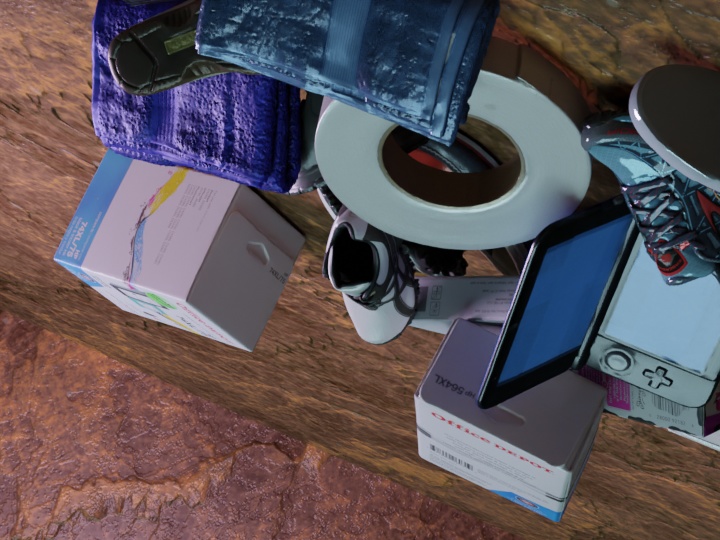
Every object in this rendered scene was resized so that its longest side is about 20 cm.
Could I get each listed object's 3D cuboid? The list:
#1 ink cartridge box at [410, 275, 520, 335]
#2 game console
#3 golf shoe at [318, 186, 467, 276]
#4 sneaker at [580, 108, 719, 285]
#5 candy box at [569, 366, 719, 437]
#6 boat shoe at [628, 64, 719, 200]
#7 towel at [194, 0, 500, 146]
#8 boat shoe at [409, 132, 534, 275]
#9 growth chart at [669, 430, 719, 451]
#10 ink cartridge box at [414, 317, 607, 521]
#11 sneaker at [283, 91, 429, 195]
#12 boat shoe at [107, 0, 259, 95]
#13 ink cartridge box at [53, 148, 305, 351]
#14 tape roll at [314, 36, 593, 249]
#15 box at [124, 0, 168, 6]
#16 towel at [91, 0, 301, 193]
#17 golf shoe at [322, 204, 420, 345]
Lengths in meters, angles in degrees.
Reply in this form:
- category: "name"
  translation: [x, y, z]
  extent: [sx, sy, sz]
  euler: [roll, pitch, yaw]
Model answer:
- category: "ink cartridge box"
  translation: [0.148, 0.039, 1.569]
  extent: [0.173, 0.044, 0.200]
  euler: [16, 169, -40]
- category: "game console"
  translation: [0.203, 0.040, 1.368]
  extent: [0.170, 0.118, 0.200]
  euler: [23, 134, 8]
- category: "golf shoe"
  translation: [0.012, -0.049, 1.616]
  extent: [0.094, 0.078, 0.200]
  euler: [10, 159, 48]
- category: "sneaker"
  translation: [0.229, -0.039, 1.246]
  extent: [0.200, 0.096, 0.079]
  euler: [31, 164, -21]
- category: "candy box"
  translation: [0.260, 0.081, 1.581]
  extent: [0.136, 0.061, 0.200]
  euler: [-17, -161, -41]
- category: "boat shoe"
  translation: [0.250, -0.062, 1.167]
  extent: [0.200, 0.071, 0.091]
  euler: [26, 163, -9]
- category: "towel"
  translation: [-0.012, -0.167, 1.191]
  extent: [0.200, 0.112, 0.049]
  euler: [23, -153, 16]
- category: "boat shoe"
  translation: [0.087, -0.061, 1.496]
  extent: [0.200, 0.063, 0.071]
  euler: [37, 165, -34]
- category: "growth chart"
  translation: [0.380, 0.166, 1.923]
  extent: [0.144, 0.018, 0.200]
  euler: [21, 166, 15]
- category: "ink cartridge box"
  translation: [0.129, 0.133, 1.562]
  extent: [0.146, 0.084, 0.200]
  euler: [26, 163, 11]
- category: "sneaker"
  translation: [-0.016, -0.120, 1.419]
  extent: [0.200, 0.076, 0.091]
  euler: [-19, 101, 51]
- category: "boat shoe"
  translation: [-0.089, -0.181, 1.325]
  extent: [0.200, 0.072, 0.076]
  euler: [-6, -164, 27]
- category: "ink cartridge box"
  translation: [-0.196, -0.024, 1.971]
  extent: [0.200, 0.146, 0.147]
  euler: [16, 164, 35]
- category: "tape roll"
  translation: [0.068, -0.091, 1.292]
  extent: [0.202, 0.037, 0.203]
  euler: [7, 142, 5]
- category: "box"
  translation: [-0.192, -0.263, 1.267]
  extent: [0.200, 0.046, 0.159]
  euler: [34, 164, -31]
- category: "towel"
  translation: [-0.136, -0.145, 1.436]
  extent: [0.200, 0.148, 0.050]
  euler: [15, -154, 35]
- category: "golf shoe"
  translation: [0.000, 0.000, 1.493]
  extent: [0.078, 0.094, 0.200]
  euler: [28, 141, 24]
